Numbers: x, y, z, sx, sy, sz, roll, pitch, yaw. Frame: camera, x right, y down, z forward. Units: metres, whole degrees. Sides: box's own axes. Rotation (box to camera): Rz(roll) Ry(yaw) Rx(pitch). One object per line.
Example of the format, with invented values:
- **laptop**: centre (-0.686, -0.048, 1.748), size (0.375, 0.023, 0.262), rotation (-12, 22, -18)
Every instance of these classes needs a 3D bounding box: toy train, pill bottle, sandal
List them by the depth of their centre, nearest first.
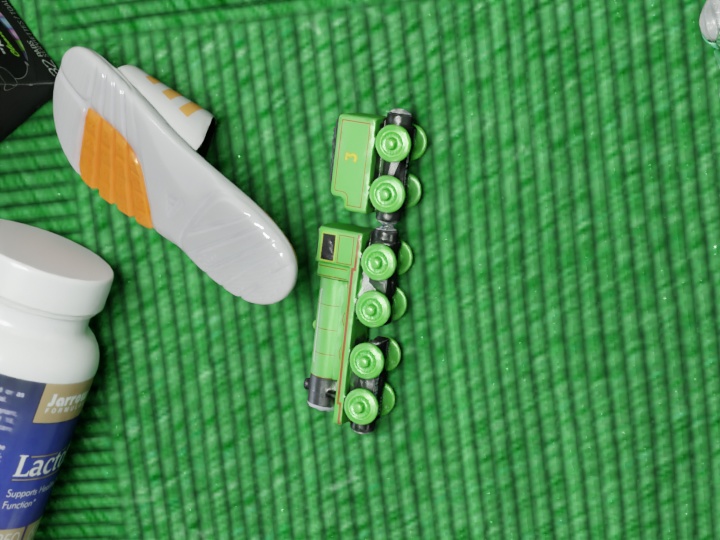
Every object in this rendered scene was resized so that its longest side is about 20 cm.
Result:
- **toy train**: centre (0.000, 0.000, 0.853), size (0.056, 0.042, 0.200), rotation (11, 100, 21)
- **sandal**: centre (-0.105, -0.058, 0.857), size (0.207, 0.059, 0.079), rotation (42, 130, 15)
- **pill bottle**: centre (-0.230, 0.076, 0.875), size (0.116, 0.116, 0.200), rotation (24, 103, 8)

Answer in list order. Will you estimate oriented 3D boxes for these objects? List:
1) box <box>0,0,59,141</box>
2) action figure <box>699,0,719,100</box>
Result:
- **box**: centre (-0.293, -0.128, 0.816), size (0.124, 0.200, 0.149), rotation (-38, 88, 15)
- **action figure**: centre (0.236, -0.183, 0.768), size (0.118, 0.055, 0.200), rotation (17, 105, 7)
